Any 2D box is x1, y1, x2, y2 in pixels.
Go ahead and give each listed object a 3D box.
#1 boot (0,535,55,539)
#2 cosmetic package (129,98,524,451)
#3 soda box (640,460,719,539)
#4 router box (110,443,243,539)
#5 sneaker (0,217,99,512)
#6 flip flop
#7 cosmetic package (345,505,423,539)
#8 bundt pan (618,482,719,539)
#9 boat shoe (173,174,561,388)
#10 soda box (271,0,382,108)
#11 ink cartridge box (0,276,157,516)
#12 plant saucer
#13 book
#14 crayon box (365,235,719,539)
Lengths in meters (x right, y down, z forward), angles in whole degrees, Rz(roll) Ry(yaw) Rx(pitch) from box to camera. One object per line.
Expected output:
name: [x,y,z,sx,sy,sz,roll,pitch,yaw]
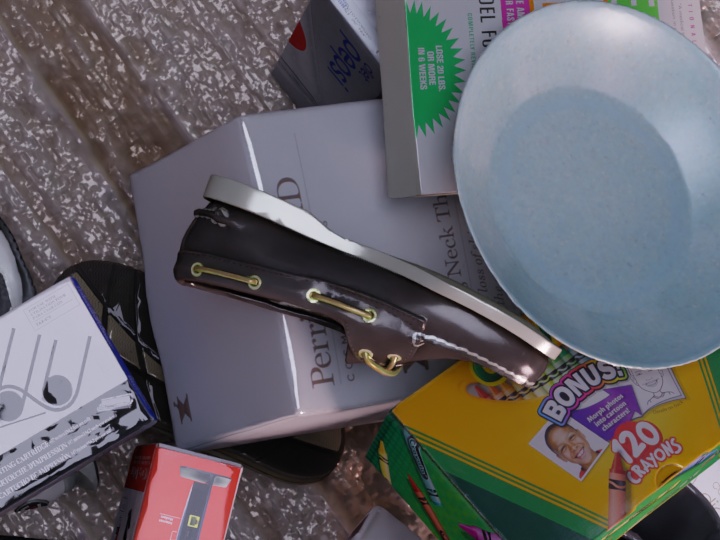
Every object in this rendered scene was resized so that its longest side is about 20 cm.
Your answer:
boot: [-0.254,0.151,1.557,0.199,0.066,0.166,10,77,-8]
cosmetic package: [0.000,0.000,1.539,0.199,0.166,0.168,-8,84,-29]
soda box: [0.192,0.138,1.626,0.068,0.064,0.200,-39,90,-11]
router box: [-0.117,0.188,1.498,0.049,0.200,0.181,15,84,-7]
sneaker: [-0.222,0.044,1.561,0.088,0.074,0.201,-17,72,-13]
flip flop: [-0.100,0.065,1.601,0.199,0.058,0.081,29,70,-19]
cosmetic package: [0.020,0.276,1.499,0.200,0.165,0.165,38,119,-1]
bundt pan: [0.129,0.177,1.511,0.202,0.202,0.076,37,121,-2]
boat shoe: [0.003,0.018,1.388,0.200,0.072,0.061,25,86,8]
soda box: [0.004,-0.129,1.566,0.063,0.200,0.068,-37,88,-13]
ink cartridge box: [-0.220,0.094,1.501,0.199,0.044,0.094,-30,87,-3]
plant saucer: [0.128,-0.042,1.434,0.200,0.039,0.202,8,71,-25]
book: [0.099,-0.112,1.481,0.199,0.048,0.134,-6,92,-33]
crayon box: [0.116,0.079,1.436,0.200,0.058,0.119,-34,74,-29]
